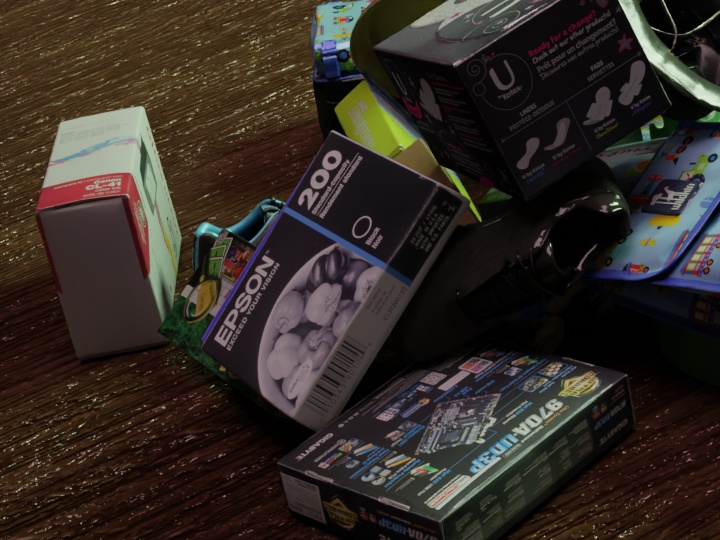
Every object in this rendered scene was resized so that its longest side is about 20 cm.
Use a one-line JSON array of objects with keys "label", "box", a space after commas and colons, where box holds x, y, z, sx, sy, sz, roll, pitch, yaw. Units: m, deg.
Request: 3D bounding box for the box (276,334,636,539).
[{"label": "box", "box": [0.067, 0.119, 1.228, 0.159, 0.046, 0.200, 13, 36, 44]}]

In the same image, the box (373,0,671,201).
[{"label": "box", "box": [0.113, -0.145, 1.302, 0.132, 0.115, 0.200, -33, 18, -7]}]

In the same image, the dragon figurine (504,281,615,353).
[{"label": "dragon figurine", "box": [0.142, -0.004, 1.343, 0.200, 0.059, 0.099, -39, 66, 11]}]

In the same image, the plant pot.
[{"label": "plant pot", "box": [0.090, -0.212, 1.604, 0.200, 0.200, 0.028, -7, 60, 12]}]

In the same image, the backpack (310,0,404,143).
[{"label": "backpack", "box": [0.058, -0.199, 1.761, 0.200, 0.135, 0.183, -7, 27, 8]}]

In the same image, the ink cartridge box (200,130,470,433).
[{"label": "ink cartridge box", "box": [-0.036, -0.003, 1.325, 0.198, 0.043, 0.200, -59, 37, -1]}]

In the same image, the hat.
[{"label": "hat", "box": [0.237, -0.164, 1.344, 0.081, 0.201, 0.201, -48, 1, 40]}]

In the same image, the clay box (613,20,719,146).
[{"label": "clay box", "box": [0.218, -0.204, 1.433, 0.115, 0.200, 0.048, -11, -15, 10]}]

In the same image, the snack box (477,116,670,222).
[{"label": "snack box", "box": [0.205, -0.068, 1.454, 0.169, 0.068, 0.200, -10, 16, 22]}]

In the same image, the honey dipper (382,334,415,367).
[{"label": "honey dipper", "box": [0.000, 0.054, 1.403, 0.200, 0.038, 0.038, 6, 32, 39]}]

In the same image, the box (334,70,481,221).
[{"label": "box", "box": [0.042, -0.093, 1.568, 0.048, 0.122, 0.200, -42, 24, 10]}]

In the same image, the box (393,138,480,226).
[{"label": "box", "box": [0.000, 0.000, 1.399, 0.200, 0.021, 0.164, -39, 35, 8]}]

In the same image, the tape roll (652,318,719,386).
[{"label": "tape roll", "box": [0.315, 0.017, 1.314, 0.200, 0.048, 0.200, -11, 26, 5]}]

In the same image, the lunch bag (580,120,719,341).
[{"label": "lunch bag", "box": [0.258, -0.030, 1.251, 0.200, 0.094, 0.151, 14, 63, 46]}]

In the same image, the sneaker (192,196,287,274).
[{"label": "sneaker", "box": [-0.047, -0.025, 1.524, 0.200, 0.082, 0.073, -20, 25, -16]}]

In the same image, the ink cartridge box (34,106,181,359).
[{"label": "ink cartridge box", "box": [-0.216, -0.037, 1.551, 0.086, 0.148, 0.200, -11, 27, 5]}]

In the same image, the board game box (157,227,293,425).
[{"label": "board game box", "box": [-0.083, 0.040, 1.399, 0.200, 0.023, 0.105, 27, 87, 53]}]

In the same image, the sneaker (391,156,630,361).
[{"label": "sneaker", "box": [0.105, -0.003, 1.263, 0.200, 0.076, 0.091, -41, 27, 7]}]
